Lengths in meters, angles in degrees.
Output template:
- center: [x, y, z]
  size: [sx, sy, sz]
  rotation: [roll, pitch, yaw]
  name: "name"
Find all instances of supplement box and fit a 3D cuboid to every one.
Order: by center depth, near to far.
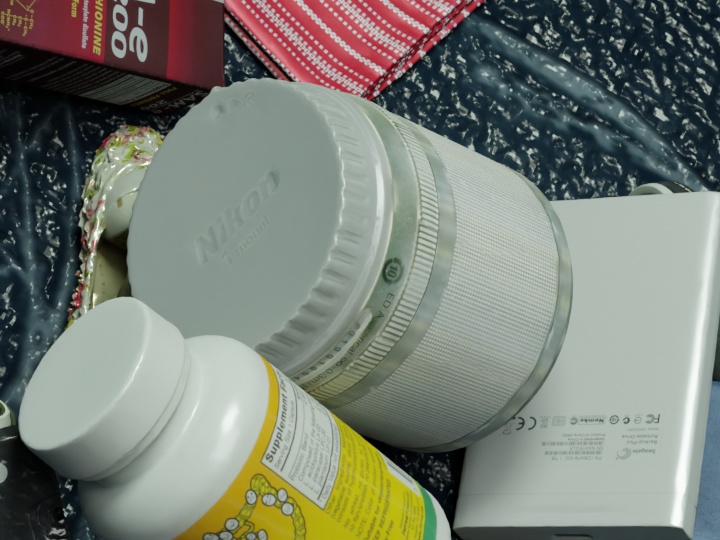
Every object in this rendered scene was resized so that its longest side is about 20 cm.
- center: [-0.166, -0.155, 1.383]
  size: [0.200, 0.061, 0.109]
  rotation: [10, 73, -40]
  name: "supplement box"

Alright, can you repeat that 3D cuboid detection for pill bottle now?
- center: [-0.060, 0.101, 1.229]
  size: [0.200, 0.113, 0.113]
  rotation: [41, 55, -31]
  name: "pill bottle"

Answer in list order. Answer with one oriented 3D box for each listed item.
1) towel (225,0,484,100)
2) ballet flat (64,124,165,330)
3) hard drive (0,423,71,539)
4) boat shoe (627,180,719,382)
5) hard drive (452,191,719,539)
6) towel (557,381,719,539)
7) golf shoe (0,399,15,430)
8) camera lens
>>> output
- center: [-0.001, -0.188, 1.535]
  size: [0.145, 0.022, 0.200]
  rotation: [47, 58, 0]
  name: "towel"
- center: [-0.114, 0.006, 1.376]
  size: [0.075, 0.064, 0.201]
  rotation: [13, 64, -19]
  name: "ballet flat"
- center: [-0.228, 0.161, 1.220]
  size: [0.199, 0.038, 0.140]
  rotation: [-16, 98, -13]
  name: "hard drive"
- center: [0.223, 0.031, 1.520]
  size: [0.060, 0.076, 0.200]
  rotation: [-31, 95, -32]
  name: "boat shoe"
- center: [0.128, 0.053, 1.442]
  size: [0.027, 0.132, 0.201]
  rotation: [49, 45, -52]
  name: "hard drive"
- center: [0.154, 0.150, 1.449]
  size: [0.111, 0.049, 0.201]
  rotation: [18, 63, -17]
  name: "towel"
- center: [-0.193, 0.109, 1.269]
  size: [0.200, 0.097, 0.078]
  rotation: [54, 36, 2]
  name: "golf shoe"
- center: [0.000, 0.000, 1.344]
  size: [0.200, 0.160, 0.160]
  rotation: [22, 57, -48]
  name: "camera lens"
